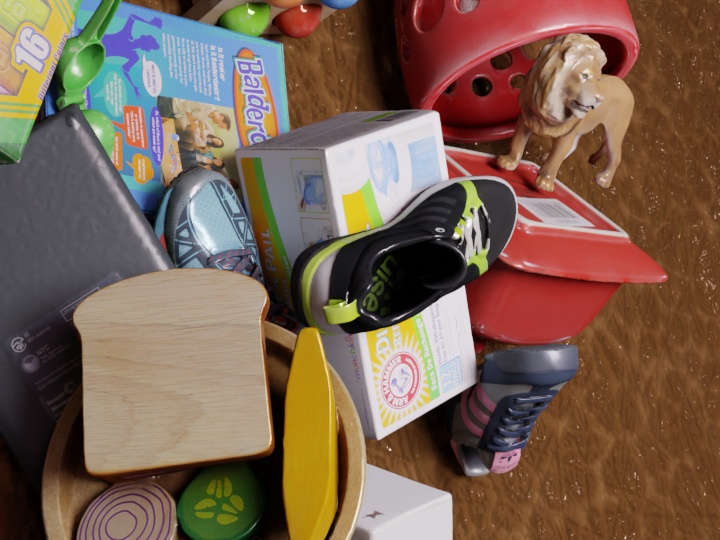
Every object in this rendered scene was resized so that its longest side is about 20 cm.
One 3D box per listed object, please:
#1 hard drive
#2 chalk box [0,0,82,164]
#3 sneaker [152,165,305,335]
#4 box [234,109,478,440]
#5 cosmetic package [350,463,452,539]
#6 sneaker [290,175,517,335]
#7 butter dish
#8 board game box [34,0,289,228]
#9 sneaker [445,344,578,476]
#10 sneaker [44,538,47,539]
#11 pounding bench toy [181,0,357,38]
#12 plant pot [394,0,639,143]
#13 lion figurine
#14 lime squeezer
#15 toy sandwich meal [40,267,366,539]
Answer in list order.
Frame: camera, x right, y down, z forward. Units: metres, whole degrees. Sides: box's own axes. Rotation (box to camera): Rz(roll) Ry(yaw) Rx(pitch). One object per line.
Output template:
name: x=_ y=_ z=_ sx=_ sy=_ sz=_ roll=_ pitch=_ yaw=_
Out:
hard drive: x=-0.177 y=0.023 z=0.663 sx=0.138 sy=0.033 sz=0.202 roll=-32 pitch=98 yaw=-10
chalk box: x=-0.266 y=-0.155 z=0.579 sx=0.200 sy=0.123 sz=0.126 roll=38 pitch=61 yaw=-49
sneaker: x=-0.069 y=0.027 z=0.729 sx=0.079 sy=0.094 sz=0.204 roll=-30 pitch=113 yaw=-40
box: x=0.000 y=0.000 z=0.780 sx=0.111 sy=0.100 sz=0.204 roll=-23 pitch=110 yaw=-39
cosmetic package: x=-0.001 y=0.227 z=0.667 sx=0.070 sy=0.100 sz=0.204 roll=-11 pitch=105 yaw=-42
sneaker: x=0.046 y=-0.003 z=0.696 sx=0.198 sy=0.082 sz=0.073 roll=-28 pitch=112 yaw=-35
butter dish: x=0.109 y=-0.001 z=0.903 sx=0.197 sy=0.150 sz=0.199 roll=5 pitch=28 yaw=-40
board game box: x=-0.138 y=-0.102 z=0.777 sx=0.197 sy=0.045 sz=0.155 roll=7 pitch=71 yaw=-39
sneaker: x=0.115 y=0.107 z=0.829 sx=0.069 sy=0.200 sz=0.084 roll=-1 pitch=74 yaw=-10
sneaker: x=-0.215 y=0.181 z=0.587 sx=0.113 sy=0.077 sz=0.201 roll=51 pitch=49 yaw=-16
pounding bench toy: x=-0.096 y=-0.256 z=0.815 sx=0.198 sy=0.123 sz=0.159 roll=-11 pitch=83 yaw=-43
plant pot: x=0.119 y=-0.233 z=0.955 sx=0.198 sy=0.200 sz=0.186 roll=1 pitch=66 yaw=-41
lion figurine: x=0.181 y=-0.132 z=0.907 sx=0.072 sy=0.124 sz=0.199 roll=32 pitch=23 yaw=21
lime squeezer: x=-0.157 y=-0.102 z=0.691 sx=0.038 sy=0.069 sz=0.204 roll=-55 pitch=147 yaw=-70
toy sandwich meal: x=-0.088 y=0.095 z=0.597 sx=0.201 sy=0.071 sz=0.209 roll=-2 pitch=64 yaw=4
